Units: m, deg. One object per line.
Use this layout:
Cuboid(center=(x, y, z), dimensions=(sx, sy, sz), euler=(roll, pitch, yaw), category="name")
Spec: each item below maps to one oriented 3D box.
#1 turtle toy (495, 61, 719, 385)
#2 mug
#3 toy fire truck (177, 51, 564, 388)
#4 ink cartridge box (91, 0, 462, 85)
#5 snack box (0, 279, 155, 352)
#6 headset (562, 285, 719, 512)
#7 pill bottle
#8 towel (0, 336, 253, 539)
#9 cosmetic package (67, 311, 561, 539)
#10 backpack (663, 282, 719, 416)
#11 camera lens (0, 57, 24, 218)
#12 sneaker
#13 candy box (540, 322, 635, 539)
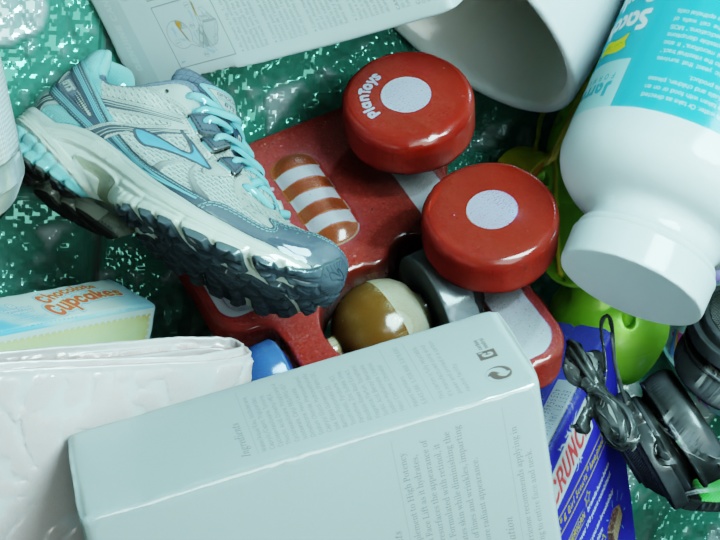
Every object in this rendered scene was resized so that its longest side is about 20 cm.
Cuboid(center=(0.151, -0.034, 1.035), dimensions=(0.101, 0.145, 0.201), euler=(24, 93, -48), category="turtle toy")
Cuboid(center=(0.082, -0.196, 0.955), dimensions=(0.153, 0.149, 0.187), euler=(-50, 131, -14), category="mug")
Cuboid(center=(0.000, 0.000, 0.942), dimensions=(0.167, 0.201, 0.113), euler=(-23, 144, -14), category="toy fire truck")
Cuboid(center=(-0.056, -0.178, 0.895), dimensions=(0.050, 0.199, 0.163), euler=(-47, 119, -43), category="ink cartridge box")
Cuboid(center=(-0.164, 0.109, 0.905), dimensions=(0.116, 0.037, 0.202), euler=(-11, 119, -52), category="snack box")
Cuboid(center=(0.176, 0.072, 0.962), dimensions=(0.199, 0.094, 0.124), euler=(19, 119, -36), category="headset")
Cuboid(center=(0.162, -0.078, 0.897), dimensions=(0.110, 0.111, 0.201), euler=(34, 70, -26), category="pill bottle")
Cuboid(center=(-0.146, 0.128, 0.858), dimensions=(0.190, 0.032, 0.202), euler=(0, 111, -31), category="towel")
Cuboid(center=(-0.018, 0.099, 0.835), dimensions=(0.198, 0.074, 0.102), euler=(-14, 118, -8), category="cosmetic package")
Cuboid(center=(0.258, -0.003, 1.079), dimensions=(0.126, 0.167, 0.201), euler=(14, 108, -20), category="backpack")
Cuboid(center=(-0.237, -0.100, 0.827), dimensions=(0.159, 0.160, 0.202), euler=(-16, 108, -19), category="camera lens")
Cuboid(center=(-0.080, -0.050, 0.898), dimensions=(0.087, 0.199, 0.078), euler=(-56, 150, -12), category="sneaker")
Cuboid(center=(0.083, 0.154, 1.003), dimensions=(0.169, 0.076, 0.201), euler=(-52, 141, -49), category="candy box")
